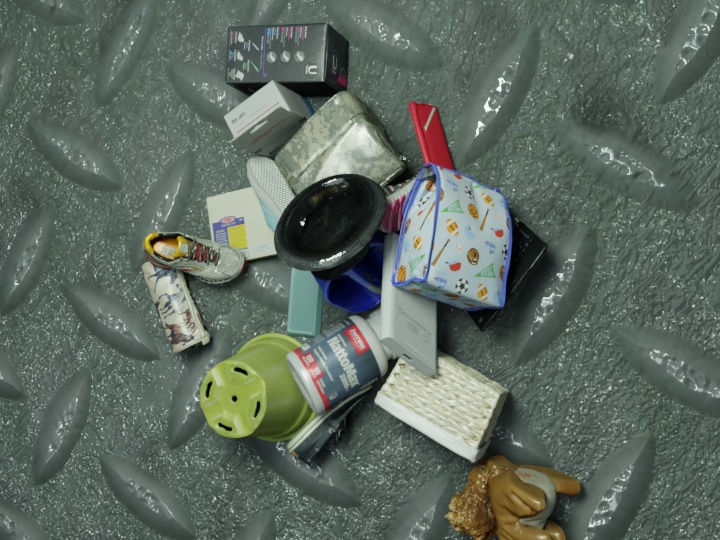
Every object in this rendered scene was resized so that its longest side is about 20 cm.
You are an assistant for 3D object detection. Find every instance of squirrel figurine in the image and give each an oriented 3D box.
[{"bbox_3d":[0.247,0.423,1.492,0.197,0.140,0.191,19,106,32],"label":"squirrel figurine"}]

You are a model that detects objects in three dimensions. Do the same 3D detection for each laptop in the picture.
[{"bbox_3d":[0.197,-0.029,1.512,0.102,0.201,0.179,32,102,-21],"label":"laptop"}]

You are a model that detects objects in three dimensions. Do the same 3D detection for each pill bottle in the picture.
[{"bbox_3d":[-0.019,0.150,1.548,0.198,0.120,0.121,-30,79,-13],"label":"pill bottle"}]

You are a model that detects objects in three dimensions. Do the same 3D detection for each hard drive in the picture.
[{"bbox_3d":[0.081,0.054,1.456,0.026,0.131,0.203,-23,46,31],"label":"hard drive"}]

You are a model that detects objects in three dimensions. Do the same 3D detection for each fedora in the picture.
[{"bbox_3d":[-0.038,-0.056,1.409,0.196,0.092,0.203,-12,47,13],"label":"fedora"}]

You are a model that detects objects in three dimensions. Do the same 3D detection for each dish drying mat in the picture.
[{"bbox_3d":[0.135,-0.195,1.541,0.018,0.076,0.204,-26,72,37],"label":"dish drying mat"}]

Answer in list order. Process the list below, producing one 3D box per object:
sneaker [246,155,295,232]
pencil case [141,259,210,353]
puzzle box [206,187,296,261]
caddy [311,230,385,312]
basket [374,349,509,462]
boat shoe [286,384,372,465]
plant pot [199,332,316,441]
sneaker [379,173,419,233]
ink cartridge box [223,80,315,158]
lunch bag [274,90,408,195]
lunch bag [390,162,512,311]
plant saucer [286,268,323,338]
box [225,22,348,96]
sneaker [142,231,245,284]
[{"bbox_3d":[-0.159,-0.118,1.614,0.202,0.073,0.083,59,142,30],"label":"sneaker"},{"bbox_3d":[-0.354,0.061,1.713,0.089,0.077,0.203,-31,78,41],"label":"pencil case"},{"bbox_3d":[-0.197,-0.091,1.681,0.196,0.025,0.136,-10,86,24],"label":"puzzle box"},{"bbox_3d":[0.000,0.000,1.539,0.142,0.199,0.105,-46,59,11],"label":"caddy"},{"bbox_3d":[0.145,0.216,1.514,0.198,0.135,0.125,29,94,17],"label":"basket"},{"bbox_3d":[-0.047,0.274,1.609,0.200,0.075,0.062,-44,88,9],"label":"boat shoe"},{"bbox_3d":[-0.192,0.220,1.601,0.196,0.184,0.205,0,89,19],"label":"plant pot"},{"bbox_3d":[0.062,-0.122,1.523,0.086,0.199,0.075,12,120,33],"label":"sneaker"},{"bbox_3d":[-0.161,-0.269,1.588,0.115,0.199,0.068,-32,79,15],"label":"ink cartridge box"},{"bbox_3d":[-0.031,-0.184,1.573,0.199,0.139,0.169,-40,72,13],"label":"lunch bag"},{"bbox_3d":[0.152,-0.054,1.431,0.123,0.167,0.205,-7,69,57],"label":"lunch bag"},{"bbox_3d":[-0.102,0.022,1.660,0.068,0.019,0.205,5,92,19],"label":"plant saucer"},{"bbox_3d":[-0.133,-0.380,1.621,0.196,0.122,0.109,3,90,19],"label":"box"},{"bbox_3d":[-0.311,-0.026,1.649,0.195,0.082,0.080,8,78,-1],"label":"sneaker"}]
